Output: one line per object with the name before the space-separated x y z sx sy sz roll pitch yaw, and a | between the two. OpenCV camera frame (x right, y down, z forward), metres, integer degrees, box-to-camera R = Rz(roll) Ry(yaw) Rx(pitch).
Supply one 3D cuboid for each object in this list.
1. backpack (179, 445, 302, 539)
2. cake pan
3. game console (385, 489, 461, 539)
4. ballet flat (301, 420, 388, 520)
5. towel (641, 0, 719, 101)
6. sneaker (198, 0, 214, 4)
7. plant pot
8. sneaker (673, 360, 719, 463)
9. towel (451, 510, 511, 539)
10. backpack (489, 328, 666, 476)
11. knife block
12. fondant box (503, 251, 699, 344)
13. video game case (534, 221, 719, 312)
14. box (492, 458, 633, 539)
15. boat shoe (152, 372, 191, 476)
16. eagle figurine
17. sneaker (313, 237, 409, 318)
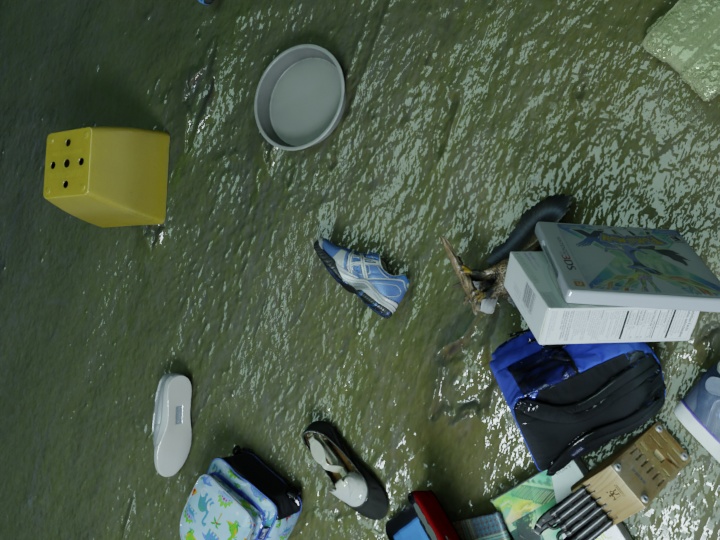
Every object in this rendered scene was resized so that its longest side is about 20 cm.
backpack | -0.227 0.449 1.153 0.183 0.147 0.200 28 101 30
cake pan | -0.109 -0.320 1.224 0.200 0.037 0.201 -3 84 28
game console | 0.105 0.445 0.969 0.119 0.172 0.200 -36 64 6
ballet flat | -0.035 0.342 1.104 0.200 0.068 0.068 46 106 24
towel | 0.511 -0.344 0.896 0.200 0.036 0.148 -44 68 17
sneaker | -0.362 -0.619 1.382 0.200 0.078 0.090 55 129 25
plant pot | -0.540 -0.206 1.366 0.199 0.176 0.201 -1 84 28
sneaker | 0.516 0.197 0.814 0.147 0.081 0.200 -51 60 19
towel | 0.189 0.475 0.982 0.147 0.022 0.200 -31 70 36
backpack | 0.290 0.141 0.884 0.200 0.163 0.168 -26 37 7
knife block | 0.331 0.304 0.890 0.064 0.200 0.176 52 139 20
fondant box | 0.306 0.031 0.848 0.199 0.144 0.058 0 120 -9
video game case | 0.342 -0.010 0.842 0.199 0.182 0.022 4 121 -1
box | 0.303 0.385 0.937 0.144 0.036 0.200 -39 67 20
boat shoe | -0.383 0.303 1.299 0.068 0.072 0.201 3 93 50
eagle figurine | 0.242 -0.006 0.975 0.200 0.151 0.152 -22 118 -5
sneaker | 0.000 0.000 1.126 0.200 0.076 0.077 38 81 26
